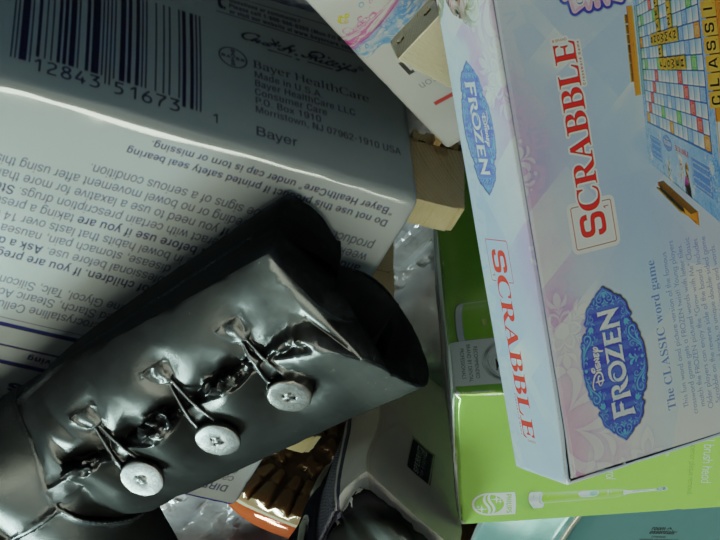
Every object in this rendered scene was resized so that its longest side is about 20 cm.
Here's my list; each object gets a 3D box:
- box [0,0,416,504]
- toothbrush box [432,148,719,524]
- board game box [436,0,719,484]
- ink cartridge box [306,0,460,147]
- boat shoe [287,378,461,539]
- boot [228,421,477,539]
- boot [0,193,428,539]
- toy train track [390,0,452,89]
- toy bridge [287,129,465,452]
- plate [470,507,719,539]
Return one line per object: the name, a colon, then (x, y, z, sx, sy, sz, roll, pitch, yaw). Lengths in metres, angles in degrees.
box: (-0.100, -0.018, 0.847, 0.183, 0.105, 0.200, 15, 132, -19)
toothbrush box: (0.133, 0.019, 0.869, 0.199, 0.146, 0.086, -3, 135, 1)
board game box: (0.131, -0.048, 0.729, 0.199, 0.041, 0.201, -13, 99, -23)
ink cartridge box: (0.043, -0.127, 0.772, 0.117, 0.068, 0.200, -30, 129, 23)
boat shoe: (0.001, 0.108, 0.917, 0.075, 0.200, 0.093, 42, 105, 0)
boot: (0.007, 0.130, 1.028, 0.199, 0.075, 0.107, 16, 137, -20)
boot: (-0.056, 0.073, 0.830, 0.200, 0.066, 0.165, -34, 131, 21)
toy train track: (0.089, -0.059, 0.776, 0.199, 0.033, 0.115, 23, 124, -37)
toy bridge: (0.000, 0.000, 0.895, 0.027, 0.067, 0.200, 13, 141, -15)
plate: (0.142, 0.124, 1.005, 0.199, 0.026, 0.201, -19, 134, -20)
